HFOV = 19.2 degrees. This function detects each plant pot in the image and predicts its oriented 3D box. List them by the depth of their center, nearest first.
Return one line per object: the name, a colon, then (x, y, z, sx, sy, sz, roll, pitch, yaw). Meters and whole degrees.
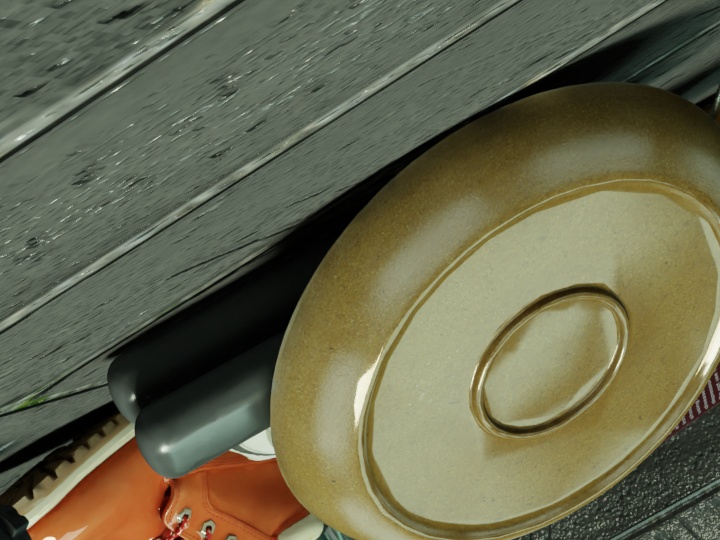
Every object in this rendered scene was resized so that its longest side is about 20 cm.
plant pot: (0.062, 0.027, 0.751, 0.199, 0.028, 0.201, -19, 133, -21)

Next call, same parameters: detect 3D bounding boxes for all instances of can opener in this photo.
can opener: (0.000, 0.000, 0.756, 0.199, 0.053, 0.067, -32, 141, -3)

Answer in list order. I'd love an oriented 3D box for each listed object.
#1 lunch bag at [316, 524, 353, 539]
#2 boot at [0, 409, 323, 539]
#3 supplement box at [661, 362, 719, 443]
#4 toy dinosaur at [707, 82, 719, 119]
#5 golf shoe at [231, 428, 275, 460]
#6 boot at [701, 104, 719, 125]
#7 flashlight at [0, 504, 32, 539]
lunch bag: (-0.063, 0.152, 1.141, 0.121, 0.172, 0.199, -24, 180, 39)
boot: (-0.087, 0.111, 0.972, 0.075, 0.108, 0.200, -31, 174, 33)
supplement box: (0.135, 0.016, 0.990, 0.199, 0.061, 0.109, -32, -147, -21)
toy dinosaur: (0.125, -0.029, 1.095, 0.199, 0.059, 0.101, -32, 174, 22)
golf shoe: (-0.025, 0.047, 0.957, 0.091, 0.073, 0.200, -12, 173, 14)
boot: (0.224, -0.066, 1.216, 0.201, 0.071, 0.144, -37, 171, 15)
flashlight: (-0.156, 0.110, 0.758, 0.068, 0.068, 0.200, -25, 174, 3)
